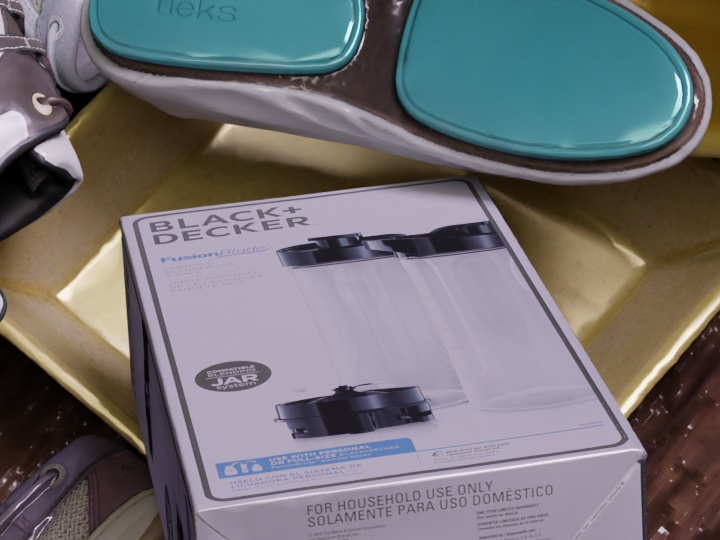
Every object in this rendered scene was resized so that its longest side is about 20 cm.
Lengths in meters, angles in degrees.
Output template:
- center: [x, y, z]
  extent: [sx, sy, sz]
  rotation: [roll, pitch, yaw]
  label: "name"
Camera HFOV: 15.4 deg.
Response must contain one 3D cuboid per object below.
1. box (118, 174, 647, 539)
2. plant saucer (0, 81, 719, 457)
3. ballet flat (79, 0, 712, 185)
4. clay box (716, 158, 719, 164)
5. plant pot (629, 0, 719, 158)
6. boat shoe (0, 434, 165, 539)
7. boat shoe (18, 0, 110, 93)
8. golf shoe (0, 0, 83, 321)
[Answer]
- center: [-0.001, 0.040, 0.734]
  extent: [0.117, 0.200, 0.060]
  rotation: [-7, 113, -7]
  label: "box"
- center: [0.000, 0.000, 0.874]
  extent: [0.200, 0.048, 0.200]
  rotation: [39, 71, 10]
  label: "plant saucer"
- center: [0.012, -0.062, 0.825]
  extent: [0.200, 0.069, 0.069]
  rotation: [10, 68, 14]
  label: "ballet flat"
- center: [0.165, -0.102, 0.926]
  extent: [0.115, 0.048, 0.200]
  rotation: [-14, 72, -10]
  label: "clay box"
- center: [0.113, -0.169, 0.833]
  extent: [0.201, 0.201, 0.189]
  rotation: [30, 56, 6]
  label: "plant pot"
- center: [-0.128, 0.132, 0.805]
  extent: [0.200, 0.072, 0.065]
  rotation: [-46, 55, -6]
  label: "boat shoe"
- center: [-0.049, -0.149, 0.881]
  extent: [0.202, 0.074, 0.065]
  rotation: [-50, 46, 0]
  label: "boat shoe"
- center: [-0.127, -0.057, 0.829]
  extent: [0.094, 0.078, 0.200]
  rotation: [19, 58, -7]
  label: "golf shoe"
